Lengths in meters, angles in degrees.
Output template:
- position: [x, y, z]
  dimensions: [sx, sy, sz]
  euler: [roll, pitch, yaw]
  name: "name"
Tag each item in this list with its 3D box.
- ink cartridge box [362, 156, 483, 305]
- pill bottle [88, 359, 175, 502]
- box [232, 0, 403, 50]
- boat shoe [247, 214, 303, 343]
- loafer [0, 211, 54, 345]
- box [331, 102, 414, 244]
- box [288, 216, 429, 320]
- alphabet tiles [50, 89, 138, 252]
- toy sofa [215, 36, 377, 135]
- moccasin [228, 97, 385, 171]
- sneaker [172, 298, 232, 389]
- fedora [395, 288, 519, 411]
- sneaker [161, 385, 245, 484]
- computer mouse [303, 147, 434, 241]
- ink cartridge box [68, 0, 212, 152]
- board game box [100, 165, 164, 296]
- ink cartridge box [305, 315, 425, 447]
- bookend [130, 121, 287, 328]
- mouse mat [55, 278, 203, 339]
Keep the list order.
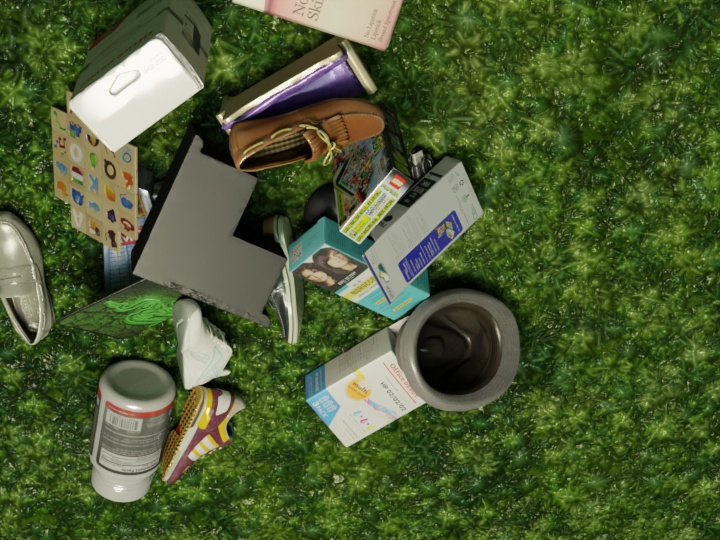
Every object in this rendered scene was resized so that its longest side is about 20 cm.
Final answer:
- position: [0.078, -0.056, 1.460]
  dimensions: [0.200, 0.039, 0.100]
  euler: [-43, 129, -19]
  name: "ink cartridge box"
- position: [-0.353, 0.247, 1.632]
  dimensions: [0.115, 0.116, 0.201]
  euler: [11, 120, -10]
  name: "pill bottle"
- position: [-0.044, -0.368, 1.292]
  dimensions: [0.198, 0.109, 0.129]
  euler: [14, 119, -12]
  name: "box"
- position: [-0.120, 0.015, 1.536]
  dimensions: [0.062, 0.075, 0.202]
  euler: [-5, 118, 9]
  name: "boat shoe"
- position: [-0.482, 0.013, 1.512]
  dimensions: [0.069, 0.070, 0.201]
  euler: [-11, 121, 3]
  name: "loafer"
- position: [0.012, -0.130, 1.382]
  dimensions: [0.035, 0.201, 0.110]
  euler: [32, 113, -22]
  name: "box"
- position: [0.000, 0.000, 1.507]
  dimensions: [0.199, 0.050, 0.082]
  euler: [25, 135, -33]
  name: "box"
- position: [-0.352, -0.130, 1.413]
  dimensions: [0.166, 0.006, 0.202]
  euler: [25, 125, 29]
  name: "alphabet tiles"
- position: [-0.083, -0.221, 1.383]
  dimensions: [0.199, 0.098, 0.083]
  euler: [-29, 118, 12]
  name: "toy sofa"
- position: [-0.064, -0.167, 1.341]
  dimensions: [0.199, 0.078, 0.074]
  euler: [-10, 143, -12]
  name: "moccasin"
- position: [-0.232, 0.101, 1.567]
  dimensions: [0.079, 0.071, 0.201]
  euler: [-11, 147, -12]
  name: "sneaker"
- position: [0.130, 0.115, 1.579]
  dimensions: [0.198, 0.090, 0.179]
  euler: [-7, 93, -29]
  name: "fedora"
- position: [-0.249, 0.268, 1.675]
  dimensions: [0.089, 0.075, 0.201]
  euler: [15, 126, -23]
  name: "sneaker"
- position: [0.017, -0.085, 1.494]
  dimensions: [0.198, 0.053, 0.139]
  euler: [-12, 121, 4]
  name: "computer mouse"
- position: [-0.261, -0.251, 1.294]
  dimensions: [0.145, 0.201, 0.085]
  euler: [-32, 118, 15]
  name: "ink cartridge box"
- position: [-0.280, -0.066, 1.483]
  dimensions: [0.198, 0.062, 0.201]
  euler: [-9, 121, 2]
  name: "board game box"
- position: [0.027, 0.170, 1.636]
  dimensions: [0.199, 0.068, 0.115]
  euler: [-32, 118, 14]
  name: "ink cartridge box"
- position: [-0.175, -0.060, 1.415]
  dimensions: [0.197, 0.092, 0.201]
  euler: [22, 102, -19]
  name: "bookend"
- position: [-0.315, 0.055, 1.503]
  dimensions: [0.160, 0.200, 0.008]
  euler: [-24, 75, 12]
  name: "mouse mat"
